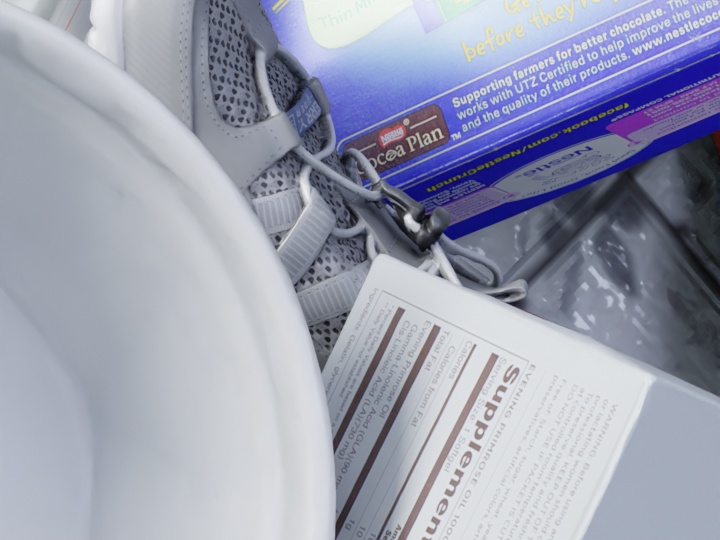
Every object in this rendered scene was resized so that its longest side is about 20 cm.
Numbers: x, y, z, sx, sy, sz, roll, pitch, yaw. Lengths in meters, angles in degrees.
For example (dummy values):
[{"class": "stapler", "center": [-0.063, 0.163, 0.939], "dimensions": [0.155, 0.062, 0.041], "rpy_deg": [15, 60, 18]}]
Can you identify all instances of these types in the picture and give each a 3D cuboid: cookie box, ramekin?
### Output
[{"class": "cookie box", "center": [0.041, -0.128, 0.722], "dimensions": [0.075, 0.171, 0.201], "rpy_deg": [16, 54, -65]}, {"class": "ramekin", "center": [-0.114, 0.048, 0.564], "dimensions": [0.199, 0.105, 0.201], "rpy_deg": [4, 79, -19]}]

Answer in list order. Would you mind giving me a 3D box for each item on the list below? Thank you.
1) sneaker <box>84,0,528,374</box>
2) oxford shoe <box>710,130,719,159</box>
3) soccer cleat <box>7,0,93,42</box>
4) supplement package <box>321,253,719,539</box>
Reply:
[{"class": "sneaker", "center": [0.000, 0.000, 0.657], "dimensions": [0.201, 0.082, 0.075], "rpy_deg": [66, 24, -21]}, {"class": "oxford shoe", "center": [0.141, -0.035, 0.823], "dimensions": [0.073, 0.071, 0.201], "rpy_deg": [54, 35, -43]}, {"class": "soccer cleat", "center": [-0.095, -0.067, 0.679], "dimensions": [0.077, 0.069, 0.201], "rpy_deg": [2, 70, -28]}, {"class": "supplement package", "center": [0.073, 0.112, 0.611], "dimensions": [0.199, 0.111, 0.156], "rpy_deg": [25, 90, -32]}]
